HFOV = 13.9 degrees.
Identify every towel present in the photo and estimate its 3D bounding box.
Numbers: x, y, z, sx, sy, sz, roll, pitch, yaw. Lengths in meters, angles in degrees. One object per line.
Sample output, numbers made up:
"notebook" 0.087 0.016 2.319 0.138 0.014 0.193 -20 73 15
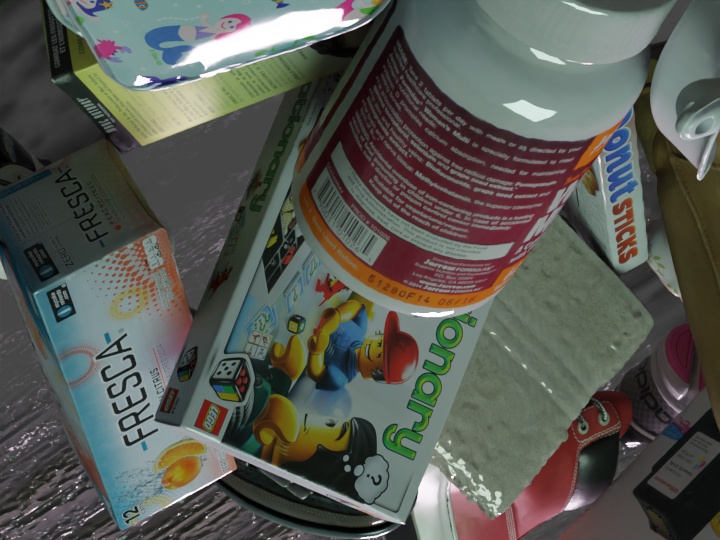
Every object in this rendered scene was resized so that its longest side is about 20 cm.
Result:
"towel" 0.039 0.010 1.408 0.200 0.133 0.034 46 167 -23

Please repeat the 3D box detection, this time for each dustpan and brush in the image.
"dustpan and brush" 0.151 -0.083 1.161 0.200 0.057 0.140 -17 143 -58

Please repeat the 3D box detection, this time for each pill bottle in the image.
"pill bottle" 0.053 -0.078 1.226 0.109 0.110 0.200 4 144 -24

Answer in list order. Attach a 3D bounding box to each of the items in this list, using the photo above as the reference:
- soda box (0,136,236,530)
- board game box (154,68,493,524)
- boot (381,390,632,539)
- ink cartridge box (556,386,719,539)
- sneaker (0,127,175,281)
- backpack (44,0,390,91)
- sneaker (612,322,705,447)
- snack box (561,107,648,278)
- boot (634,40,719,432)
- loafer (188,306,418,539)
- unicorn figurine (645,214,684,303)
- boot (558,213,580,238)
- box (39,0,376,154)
"soda box" -0.114 0.033 1.362 0.068 0.064 0.200 -27 144 -11
"board game box" 0.000 0.000 1.347 0.126 0.201 0.035 25 173 -27
"boot" 0.073 0.069 1.521 0.144 0.072 0.201 -29 139 -16
"ink cartridge box" 0.217 0.136 1.592 0.200 0.083 0.146 -46 138 0
"sneaker" -0.159 -0.031 1.375 0.199 0.072 0.073 11 117 -44
"backpack" -0.047 -0.172 1.108 0.199 0.151 0.178 -20 148 4
"sneaker" 0.220 0.087 1.697 0.199 0.074 0.087 18 142 -37
"snack box" 0.102 -0.075 1.379 0.024 0.072 0.200 -29 151 -8
"boot" 0.197 -0.014 1.354 0.066 0.201 0.175 -21 -172 -22
"loafer" -0.060 0.067 1.472 0.072 0.199 0.063 -48 150 -24
"unicorn figurine" 0.190 -0.017 1.474 0.074 0.138 0.200 -33 178 -32
"boot" 0.064 0.049 1.573 0.166 0.073 0.200 -19 145 16
"box" -0.035 -0.118 1.285 0.199 0.050 0.075 -20 148 15
